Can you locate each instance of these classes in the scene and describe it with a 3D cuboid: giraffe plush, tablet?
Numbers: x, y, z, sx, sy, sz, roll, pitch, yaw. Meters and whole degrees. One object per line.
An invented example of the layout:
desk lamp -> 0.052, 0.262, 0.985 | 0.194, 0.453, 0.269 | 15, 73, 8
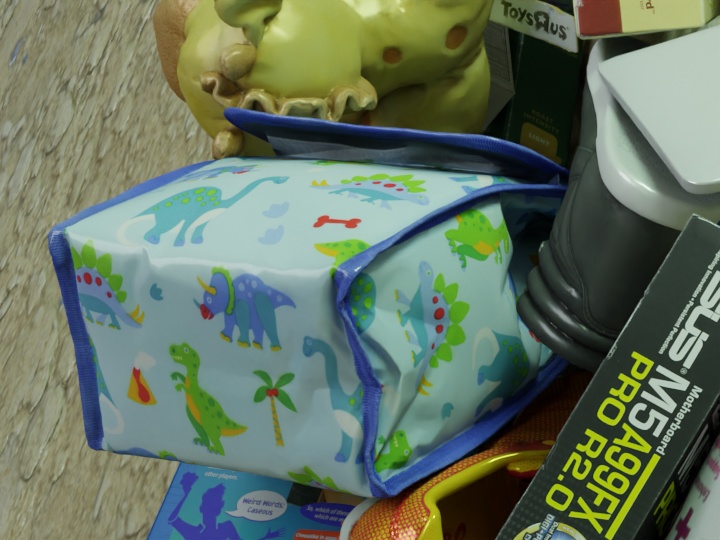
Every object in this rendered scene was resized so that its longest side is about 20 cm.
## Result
giraffe plush -> -0.024, -0.103, 1.375 | 0.200, 0.162, 0.173 | 7, 114, 52
tablet -> 0.197, -0.084, 1.095 | 0.130, 0.199, 0.014 | -115, 9, -63

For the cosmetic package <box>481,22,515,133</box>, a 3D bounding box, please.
cosmetic package -> 0.007, -0.059, 1.549 | 0.200, 0.051, 0.083 | -51, 25, 35

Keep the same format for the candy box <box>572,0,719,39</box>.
candy box -> 0.123, -0.162, 1.240 | 0.200, 0.055, 0.116 | -37, -57, -77

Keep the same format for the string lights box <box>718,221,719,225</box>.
string lights box -> 0.178, -0.042, 1.229 | 0.200, 0.059, 0.103 | -54, 24, 29

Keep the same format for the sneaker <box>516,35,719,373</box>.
sneaker -> 0.103, -0.025, 1.176 | 0.200, 0.071, 0.099 | -71, 5, -67

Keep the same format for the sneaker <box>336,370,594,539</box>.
sneaker -> 0.078, 0.091, 1.203 | 0.077, 0.073, 0.200 | -18, 10, 46

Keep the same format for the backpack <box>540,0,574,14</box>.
backpack -> 0.119, -0.221, 1.429 | 0.176, 0.153, 0.201 | 24, 90, 62

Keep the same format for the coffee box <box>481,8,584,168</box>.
coffee box -> 0.060, -0.034, 1.532 | 0.123, 0.044, 0.201 | -39, 34, 50

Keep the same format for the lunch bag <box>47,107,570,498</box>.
lunch bag -> 0.000, 0.000, 1.231 | 0.170, 0.200, 0.128 | 9, 114, 39

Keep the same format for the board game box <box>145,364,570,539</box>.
board game box -> -0.009, 0.098, 1.284 | 0.152, 0.045, 0.201 | 6, 60, 33

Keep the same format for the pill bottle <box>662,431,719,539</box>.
pill bottle -> 0.147, 0.137, 1.035 | 0.201, 0.113, 0.113 | -63, 21, 8

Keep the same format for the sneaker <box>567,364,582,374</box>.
sneaker -> 0.087, 0.041, 1.375 | 0.200, 0.070, 0.094 | -48, 50, 35

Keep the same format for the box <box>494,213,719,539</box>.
box -> 0.107, 0.083, 1.104 | 0.161, 0.044, 0.200 | -57, -16, -11
